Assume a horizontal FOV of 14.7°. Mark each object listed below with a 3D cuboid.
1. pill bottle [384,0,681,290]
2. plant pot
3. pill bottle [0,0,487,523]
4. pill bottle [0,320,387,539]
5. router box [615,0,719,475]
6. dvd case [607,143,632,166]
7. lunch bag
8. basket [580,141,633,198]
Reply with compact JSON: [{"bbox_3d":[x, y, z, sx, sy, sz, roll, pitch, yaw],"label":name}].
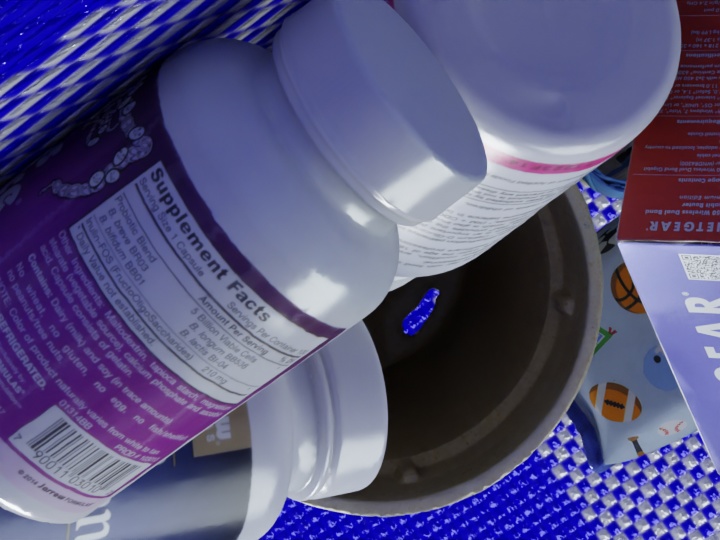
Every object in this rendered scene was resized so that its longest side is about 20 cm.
[{"bbox_3d":[0.030,-0.064,1.079,0.113,0.114,0.200,-34,177,-29],"label":"pill bottle"},{"bbox_3d":[0.000,0.000,1.329,0.200,0.201,0.183,-35,-171,-1],"label":"plant pot"},{"bbox_3d":[-0.058,-0.009,0.956,0.200,0.112,0.112,-36,178,18],"label":"pill bottle"},{"bbox_3d":[-0.095,0.064,1.112,0.199,0.112,0.111,-9,166,-26],"label":"pill bottle"},{"bbox_3d":[0.161,-0.038,1.126,0.049,0.180,0.200,2,152,21],"label":"router box"},{"bbox_3d":[0.109,-0.088,1.447,0.199,0.018,0.143,11,-152,33],"label":"dvd case"},{"bbox_3d":[0.194,0.005,1.421,0.170,0.124,0.200,-30,180,29],"label":"lunch bag"},{"bbox_3d":[0.145,-0.120,1.261,0.176,0.139,0.200,-35,172,-6],"label":"basket"}]
